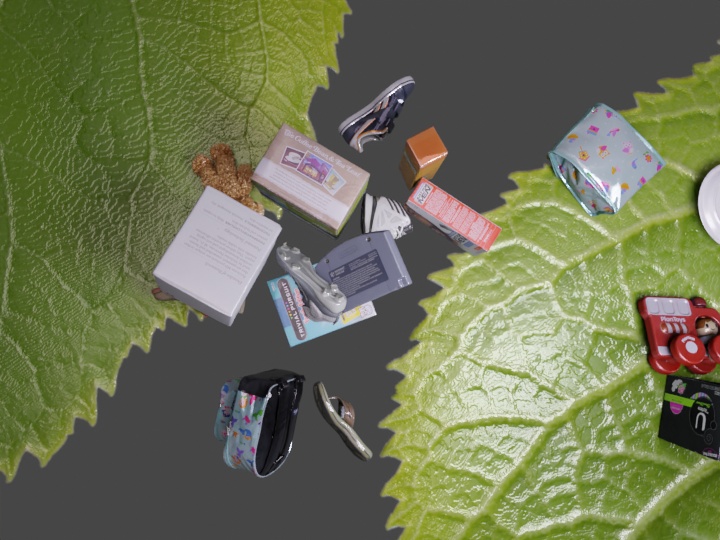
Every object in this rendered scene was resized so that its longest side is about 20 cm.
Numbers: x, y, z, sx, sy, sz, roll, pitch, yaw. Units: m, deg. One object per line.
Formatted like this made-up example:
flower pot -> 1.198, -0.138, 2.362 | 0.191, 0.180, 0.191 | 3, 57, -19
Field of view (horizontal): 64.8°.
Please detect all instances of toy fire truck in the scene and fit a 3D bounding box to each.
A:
toy fire truck -> 0.726, 0.136, 1.250 | 0.199, 0.112, 0.169 | 1, 68, -3

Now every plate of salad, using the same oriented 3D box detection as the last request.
plate of salad -> 0.850, -0.147, 1.297 | 0.199, 0.048, 0.201 | 1, 87, -13

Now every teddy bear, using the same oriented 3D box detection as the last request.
teddy bear -> -0.293, -0.181, 1.236 | 0.144, 0.067, 0.201 | -13, 87, 1

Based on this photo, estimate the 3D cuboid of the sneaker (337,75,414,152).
sneaker -> 0.051, -0.341, 1.259 | 0.200, 0.078, 0.080 | -37, 84, 7

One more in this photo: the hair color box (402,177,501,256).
hair color box -> 0.194, -0.112, 1.232 | 0.200, 0.111, 0.064 | 34, 85, 1

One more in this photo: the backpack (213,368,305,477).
backpack -> -0.206, 0.309, 1.157 | 0.150, 0.177, 0.201 | 5, 91, 20

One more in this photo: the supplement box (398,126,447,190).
supplement box -> 0.127, -0.230, 1.192 | 0.066, 0.200, 0.069 | -29, 84, -4

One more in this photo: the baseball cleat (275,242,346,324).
baseball cleat -> -0.117, 0.036, 1.182 | 0.200, 0.070, 0.107 | 43, 128, 25

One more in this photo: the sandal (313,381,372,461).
sandal -> -0.036, 0.318, 1.219 | 0.057, 0.080, 0.201 | -39, 95, -21

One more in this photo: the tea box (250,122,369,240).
tea box -> -0.100, -0.177, 1.180 | 0.199, 0.197, 0.134 | 30, 85, 0

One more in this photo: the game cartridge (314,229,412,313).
game cartridge -> 0.000, 0.000, 1.154 | 0.200, 0.041, 0.134 | -25, 82, 36

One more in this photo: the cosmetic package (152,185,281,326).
cosmetic package -> -0.281, -0.022, 1.124 | 0.166, 0.167, 0.201 | 29, 73, -7

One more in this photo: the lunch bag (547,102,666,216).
lunch bag -> 0.529, -0.246, 1.253 | 0.170, 0.122, 0.200 | -44, 95, -4

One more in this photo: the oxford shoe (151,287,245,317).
oxford shoe -> -0.346, 0.063, 1.217 | 0.199, 0.070, 0.075 | 0, 88, -3

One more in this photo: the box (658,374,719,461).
box -> 0.745, 0.310, 1.185 | 0.124, 0.200, 0.149 | 11, 85, -3

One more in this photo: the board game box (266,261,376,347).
board game box -> -0.084, 0.061, 1.240 | 0.199, 0.047, 0.152 | -21, 87, -4

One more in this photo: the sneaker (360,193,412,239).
sneaker -> 0.057, -0.073, 1.224 | 0.115, 0.076, 0.201 | 5, 67, -5
